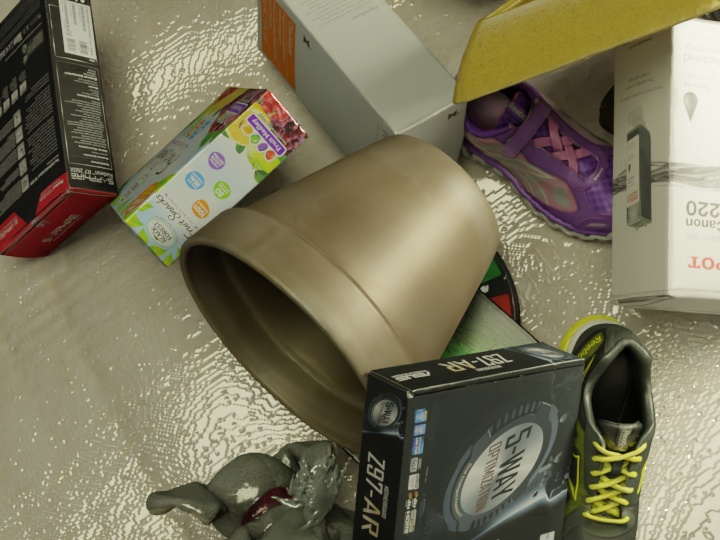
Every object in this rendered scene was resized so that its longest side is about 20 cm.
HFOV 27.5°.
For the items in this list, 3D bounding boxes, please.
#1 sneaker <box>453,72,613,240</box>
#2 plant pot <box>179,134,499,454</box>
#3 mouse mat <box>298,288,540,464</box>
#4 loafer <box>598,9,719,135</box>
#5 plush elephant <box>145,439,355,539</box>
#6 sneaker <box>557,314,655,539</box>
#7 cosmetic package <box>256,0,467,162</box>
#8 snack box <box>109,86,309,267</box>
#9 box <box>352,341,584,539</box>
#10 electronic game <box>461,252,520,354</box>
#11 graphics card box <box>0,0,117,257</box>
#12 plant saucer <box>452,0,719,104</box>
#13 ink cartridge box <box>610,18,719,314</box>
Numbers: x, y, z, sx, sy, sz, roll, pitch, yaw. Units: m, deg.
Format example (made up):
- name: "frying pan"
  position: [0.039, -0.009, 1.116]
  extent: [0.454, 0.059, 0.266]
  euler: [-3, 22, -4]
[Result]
- name: "sneaker"
  position: [0.140, -0.098, 1.145]
  extent: [0.200, 0.088, 0.081]
  euler: [35, 80, 19]
- name: "plant pot"
  position: [0.000, 0.000, 1.048]
  extent: [0.200, 0.200, 0.174]
  euler: [36, 66, 21]
- name: "mouse mat"
  position: [0.072, 0.104, 1.100]
  extent: [0.200, 0.008, 0.161]
  euler: [41, 84, 12]
- name: "loafer"
  position: [0.249, -0.177, 1.154]
  extent: [0.200, 0.073, 0.071]
  euler: [-48, 30, -20]
- name: "plush elephant"
  position: [-0.064, 0.199, 1.058]
  extent: [0.164, 0.155, 0.201]
  euler: [-7, 110, -27]
- name: "sneaker"
  position: [0.166, 0.132, 1.037]
  extent: [0.074, 0.085, 0.201]
  euler: [0, 89, -6]
- name: "cosmetic package"
  position: [-0.003, -0.159, 1.176]
  extent: [0.071, 0.102, 0.200]
  euler: [-29, 63, -19]
- name: "snack box"
  position: [-0.124, -0.077, 1.140]
  extent: [0.142, 0.200, 0.053]
  euler: [-44, 104, -5]
- name: "box"
  position: [0.070, 0.157, 0.993]
  extent: [0.043, 0.160, 0.201]
  euler: [22, 112, 48]
- name: "electronic game"
  position: [0.025, 0.042, 1.145]
  extent: [0.199, 0.042, 0.201]
  euler: [-4, 70, 11]
- name: "graphics card box"
  position: [-0.263, -0.126, 1.226]
  extent: [0.125, 0.051, 0.200]
  euler: [-34, 61, 43]
- name: "plant saucer"
  position: [0.168, -0.190, 1.052]
  extent: [0.200, 0.200, 0.049]
  euler: [-19, 101, 22]
- name: "ink cartridge box"
  position: [0.262, -0.070, 1.062]
  extent: [0.145, 0.085, 0.201]
  euler: [4, 85, -19]
